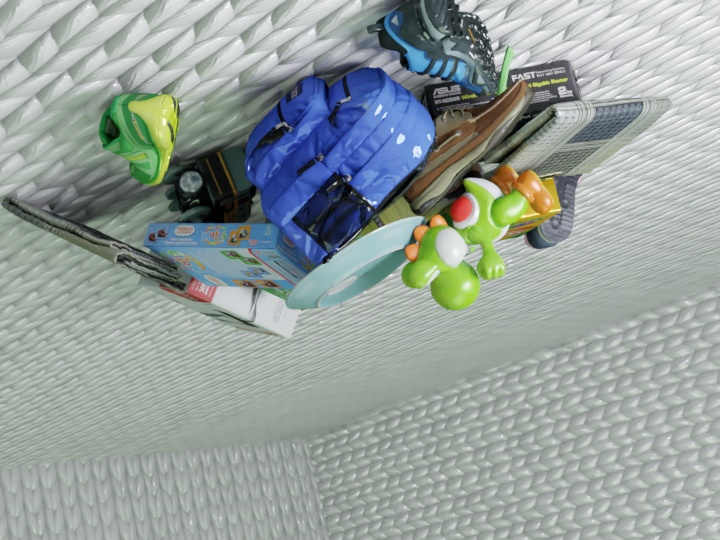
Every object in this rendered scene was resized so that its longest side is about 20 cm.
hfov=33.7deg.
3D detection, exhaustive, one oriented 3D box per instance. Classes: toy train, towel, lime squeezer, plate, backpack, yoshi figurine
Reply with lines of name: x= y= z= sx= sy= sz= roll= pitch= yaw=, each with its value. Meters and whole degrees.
toy train: x=-0.191 y=-0.092 z=1.548 sx=0.113 sy=0.086 sz=0.200 roll=-21 pitch=167 yaw=-10
towel: x=-0.330 y=-0.036 z=1.512 sx=0.198 sy=0.035 sz=0.192 roll=24 pitch=176 yaw=22
towel: x=0.270 y=-0.170 z=1.522 sx=0.191 sy=0.035 sz=0.200 roll=-10 pitch=163 yaw=-28
lime squeezer: x=0.132 y=-0.170 z=1.427 sx=0.070 sy=0.038 sz=0.200 roll=35 pitch=109 yaw=-32
plate: x=0.000 y=0.000 z=1.434 sx=0.199 sy=0.026 sz=0.200 roll=-30 pitch=169 yaw=-7
backpack: x=-0.022 y=-0.135 z=1.332 sx=0.200 sy=0.163 sz=0.168 roll=-40 pitch=115 yaw=15
yoshi figurine: x=0.141 y=-0.029 z=1.426 sx=0.200 sy=0.112 sz=0.113 roll=-40 pitch=157 yaw=-12

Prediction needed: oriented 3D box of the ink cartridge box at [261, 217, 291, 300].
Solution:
ink cartridge box: x=-0.071 y=-0.064 z=1.595 sx=0.082 sy=0.148 sz=0.200 roll=27 pitch=153 yaw=-12

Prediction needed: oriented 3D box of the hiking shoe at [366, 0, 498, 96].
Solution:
hiking shoe: x=0.086 y=-0.242 z=1.288 sx=0.086 sy=0.075 sz=0.200 roll=-13 pitch=157 yaw=25

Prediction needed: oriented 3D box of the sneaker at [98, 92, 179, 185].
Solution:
sneaker: x=-0.245 y=-0.154 z=1.314 sx=0.083 sy=0.075 sz=0.200 roll=14 pitch=163 yaw=-8

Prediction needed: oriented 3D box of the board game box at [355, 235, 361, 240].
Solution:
board game box: x=0.025 y=-0.084 z=1.749 sx=0.199 sy=0.024 sz=0.105 roll=-25 pitch=167 yaw=-39

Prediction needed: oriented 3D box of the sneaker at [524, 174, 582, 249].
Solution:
sneaker: x=0.271 y=-0.123 z=1.682 sx=0.070 sy=0.202 sz=0.082 roll=26 pitch=158 yaw=-13

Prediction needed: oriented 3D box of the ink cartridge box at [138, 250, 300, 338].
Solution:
ink cartridge box: x=-0.199 y=0.024 z=1.737 sx=0.199 sy=0.085 sz=0.143 roll=27 pitch=167 yaw=-37

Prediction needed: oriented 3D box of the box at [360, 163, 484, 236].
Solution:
box: x=0.081 y=-0.104 z=1.628 sx=0.199 sy=0.076 sz=0.050 roll=-35 pitch=178 yaw=-29

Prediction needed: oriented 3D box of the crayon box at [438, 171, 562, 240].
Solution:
crayon box: x=0.181 y=-0.076 z=1.575 sx=0.125 sy=0.051 sz=0.200 roll=-11 pitch=172 yaw=-13

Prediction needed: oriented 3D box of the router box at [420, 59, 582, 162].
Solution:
router box: x=0.170 y=-0.195 z=1.530 sx=0.197 sy=0.063 sz=0.150 roll=-12 pitch=164 yaw=-8

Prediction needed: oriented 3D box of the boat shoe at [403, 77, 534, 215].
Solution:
boat shoe: x=0.114 y=-0.153 z=1.385 sx=0.200 sy=0.074 sz=0.076 roll=-44 pitch=177 yaw=15

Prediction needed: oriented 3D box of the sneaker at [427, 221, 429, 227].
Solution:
sneaker: x=0.089 y=-0.095 z=1.715 sx=0.199 sy=0.076 sz=0.088 roll=-29 pitch=160 yaw=-28

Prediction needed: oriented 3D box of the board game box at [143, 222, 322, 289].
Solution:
board game box: x=-0.151 y=-0.017 z=1.501 sx=0.198 sy=0.037 sz=0.151 roll=1 pitch=160 yaw=28
